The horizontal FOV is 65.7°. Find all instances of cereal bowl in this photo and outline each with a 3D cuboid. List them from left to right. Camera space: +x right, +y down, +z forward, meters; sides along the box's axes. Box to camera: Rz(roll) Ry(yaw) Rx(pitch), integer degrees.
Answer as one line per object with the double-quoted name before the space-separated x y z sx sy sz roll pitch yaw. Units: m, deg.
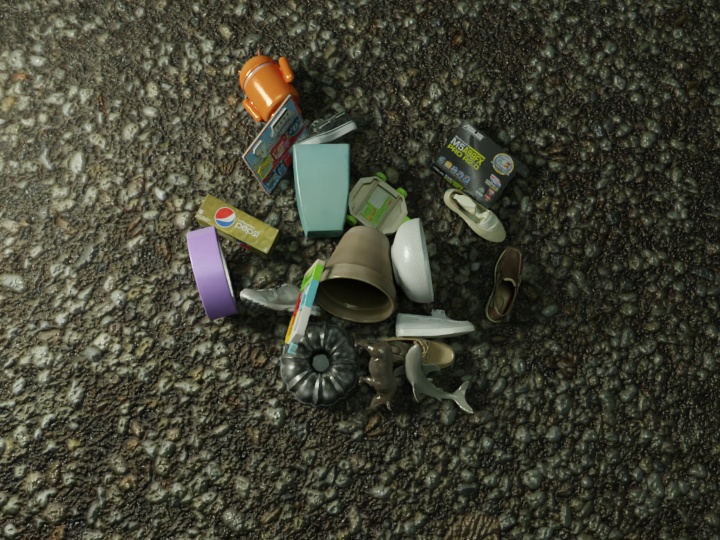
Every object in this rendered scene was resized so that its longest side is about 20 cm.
"cereal bowl" 0.121 -0.018 1.336 0.081 0.200 0.205 -11 77 10

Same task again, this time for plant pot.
"plant pot" -0.095 -0.189 1.375 0.137 0.141 0.206 -1 82 -8
"plant pot" 0.000 0.000 1.328 0.195 0.201 0.177 16 57 -3

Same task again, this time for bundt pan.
"bundt pan" -0.093 0.215 1.307 0.196 0.076 0.208 2 76 -6

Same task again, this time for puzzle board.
"puzzle board" -0.201 -0.308 1.385 0.017 0.151 0.202 24 72 26

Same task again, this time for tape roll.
"tape roll" -0.334 0.006 1.262 0.064 0.200 0.205 -15 78 -10

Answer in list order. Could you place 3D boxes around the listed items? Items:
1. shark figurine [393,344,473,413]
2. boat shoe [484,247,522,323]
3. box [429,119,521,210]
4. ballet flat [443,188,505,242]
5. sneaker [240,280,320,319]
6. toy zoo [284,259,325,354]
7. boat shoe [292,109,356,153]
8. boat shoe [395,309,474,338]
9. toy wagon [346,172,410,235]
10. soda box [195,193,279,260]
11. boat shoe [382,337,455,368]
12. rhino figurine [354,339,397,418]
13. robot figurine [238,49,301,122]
"shark figurine" 0.158 0.280 1.314 0.214 0.127 0.090 41 33 -19
"boat shoe" 0.376 0.033 1.411 0.073 0.075 0.207 18 75 -2
"box" 0.307 -0.281 1.494 0.199 0.044 0.161 38 75 3
"ballet flat" 0.302 -0.146 1.450 0.198 0.070 0.070 36 75 2
"sneaker" -0.190 0.065 1.340 0.195 0.075 0.084 11 68 -16
"toy zoo" -0.129 0.087 1.242 0.020 0.131 0.205 20 70 -12
"boat shoe" -0.102 -0.354 1.441 0.198 0.072 0.072 -32 89 -29
"boat shoe" 0.182 0.129 1.372 0.194 0.072 0.070 -3 76 1
"toy wagon" 0.059 -0.149 1.433 0.198 0.040 0.157 36 74 0
"soda box" -0.298 -0.105 1.364 0.197 0.064 0.069 27 74 -1
"boat shoe" 0.137 0.199 1.345 0.194 0.065 0.073 5 75 -6
"rhino figurine" 0.042 0.253 1.300 0.085 0.060 0.205 -4 103 15
"robot figurine" -0.232 -0.465 1.432 0.116 0.144 0.202 -32 82 -30
